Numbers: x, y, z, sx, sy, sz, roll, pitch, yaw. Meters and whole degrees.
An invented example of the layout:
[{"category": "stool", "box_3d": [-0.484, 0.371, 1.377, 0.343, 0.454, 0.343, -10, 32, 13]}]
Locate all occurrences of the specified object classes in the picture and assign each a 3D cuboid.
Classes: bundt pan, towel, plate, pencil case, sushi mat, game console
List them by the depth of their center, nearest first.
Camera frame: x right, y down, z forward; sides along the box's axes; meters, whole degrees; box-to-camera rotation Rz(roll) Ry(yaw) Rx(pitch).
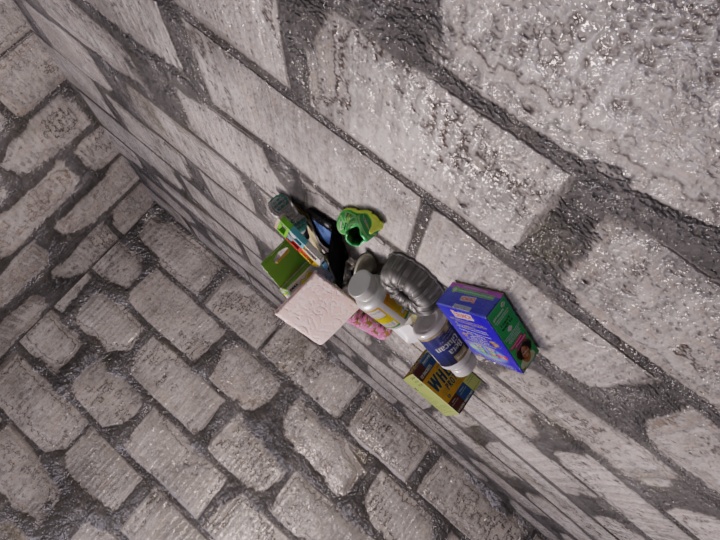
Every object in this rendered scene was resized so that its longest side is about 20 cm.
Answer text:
[{"category": "bundt pan", "box_3d": [0.130, 0.048, 1.420, 0.200, 0.076, 0.203, 38, 164, 13]}, {"category": "towel", "box_3d": [-0.129, 0.116, 1.611, 0.199, 0.191, 0.032, 38, -165, -30]}, {"category": "game console", "box_3d": [-0.106, -0.061, 1.611, 0.174, 0.117, 0.201, 34, 162, 23]}, {"category": "sushi mat", "box_3d": [-0.155, -0.112, 1.692, 0.096, 0.012, 0.202, 46, 162, 44]}, {"category": "pencil case", "box_3d": [0.020, 0.158, 1.741, 0.198, 0.084, 0.086, 32, 168, -34]}, {"category": "plate", "box_3d": [0.126, 0.166, 1.805, 0.199, 0.032, 0.200, 44, 164, -2]}]

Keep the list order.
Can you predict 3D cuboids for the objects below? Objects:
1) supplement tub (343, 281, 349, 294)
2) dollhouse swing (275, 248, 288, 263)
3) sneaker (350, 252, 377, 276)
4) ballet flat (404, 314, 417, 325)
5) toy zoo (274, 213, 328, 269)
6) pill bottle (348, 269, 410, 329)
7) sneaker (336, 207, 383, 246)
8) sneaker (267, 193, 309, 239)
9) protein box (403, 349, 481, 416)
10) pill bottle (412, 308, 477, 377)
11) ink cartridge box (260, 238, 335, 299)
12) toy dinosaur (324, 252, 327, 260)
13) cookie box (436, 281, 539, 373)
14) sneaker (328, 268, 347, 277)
[{"category": "supplement tub", "box_3d": [-0.041, 0.112, 1.876, 0.132, 0.133, 0.200, 43, 163, -8]}, {"category": "dollhouse swing", "box_3d": [-0.233, 0.018, 2.040, 0.199, 0.183, 0.175, 42, 144, -7]}, {"category": "sneaker", "box_3d": [0.000, 0.000, 1.606, 0.203, 0.073, 0.108, 92, 162, -46]}, {"category": "ballet flat", "box_3d": [0.115, 0.141, 1.644, 0.197, 0.071, 0.071, 6, 143, 46]}, {"category": "toy zoo", "box_3d": [-0.170, -0.075, 1.552, 0.200, 0.020, 0.131, 46, 166, -5]}, {"category": "pill bottle", "box_3d": [0.054, 0.082, 1.544, 0.112, 0.114, 0.199, 21, 168, 48]}, {"category": "sneaker", "box_3d": [-0.019, -0.109, 1.346, 0.074, 0.084, 0.199, 46, 164, -21]}, {"category": "sneaker", "box_3d": [-0.222, -0.157, 1.653, 0.201, 0.077, 0.092, 51, 169, 34]}, {"category": "protein box", "box_3d": [0.273, 0.374, 1.810, 0.199, 0.136, 0.199, 38, 164, 7]}, {"category": "pill bottle", "box_3d": [0.243, 0.205, 1.492, 0.201, 0.112, 0.110, 48, 162, -24]}, {"category": "ink cartridge box", "box_3d": [-0.192, 0.009, 1.652, 0.201, 0.148, 0.075, 52, 160, -21]}, {"category": "toy dinosaur", "box_3d": [-0.095, -0.012, 1.844, 0.201, 0.047, 0.088, 49, 172, -30]}, {"category": "cookie box", "box_3d": [0.297, 0.130, 1.242, 0.201, 0.076, 0.170, 50, 162, -29]}, {"category": "sneaker", "box_3d": [-0.148, 0.058, 1.787, 0.143, 0.206, 0.077, 22, -163, -10]}]
